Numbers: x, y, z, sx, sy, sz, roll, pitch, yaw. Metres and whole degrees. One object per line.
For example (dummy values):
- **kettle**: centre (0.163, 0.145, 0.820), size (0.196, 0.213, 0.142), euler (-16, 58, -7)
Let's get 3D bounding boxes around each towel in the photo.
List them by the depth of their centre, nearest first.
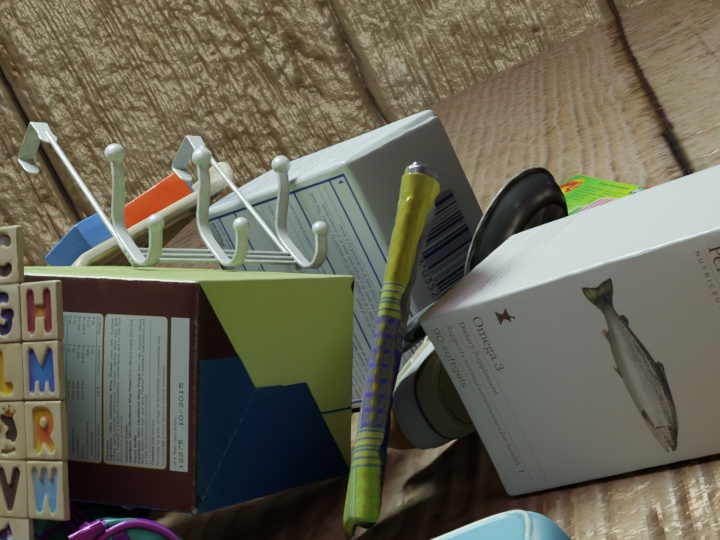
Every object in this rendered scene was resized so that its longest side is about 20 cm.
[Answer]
- **towel**: centre (0.017, 0.047, 0.915), size (0.023, 0.201, 0.144), euler (10, -14, 1)

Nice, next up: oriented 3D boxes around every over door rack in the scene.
- **over door rack**: centre (-0.131, -0.064, 1.139), size (0.147, 0.067, 0.200), euler (2, 23, -38)

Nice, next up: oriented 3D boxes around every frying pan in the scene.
- **frying pan**: centre (0.088, -0.008, 1.108), size (0.031, 0.115, 0.190), euler (25, 27, 30)

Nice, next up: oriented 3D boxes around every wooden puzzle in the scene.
- **wooden puzzle**: centre (-0.208, -0.007, 1.275), size (0.185, 0.046, 0.200), euler (-38, 2, 43)

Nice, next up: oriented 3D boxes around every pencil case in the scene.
- **pencil case**: centre (-0.162, 0.178, 0.995), size (0.085, 0.093, 0.200), euler (-30, 11, -18)

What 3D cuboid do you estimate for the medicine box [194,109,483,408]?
- **medicine box**: centre (0.000, 0.000, 1.227), size (0.103, 0.183, 0.200), euler (-33, 12, -37)

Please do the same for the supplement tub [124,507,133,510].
- **supplement tub**: centre (-0.193, 0.106, 1.303), size (0.144, 0.145, 0.200), euler (-22, 11, 26)

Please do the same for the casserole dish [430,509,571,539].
- **casserole dish**: centre (0.018, 0.164, 0.747), size (0.200, 0.039, 0.121), euler (-26, 9, 14)

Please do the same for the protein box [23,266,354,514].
- **protein box**: centre (-0.136, 0.067, 1.040), size (0.199, 0.135, 0.198), euler (2, 2, 27)

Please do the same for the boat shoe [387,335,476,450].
- **boat shoe**: centre (0.072, 0.057, 1.056), size (0.068, 0.075, 0.200), euler (-27, 1, 36)

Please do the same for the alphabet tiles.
- **alphabet tiles**: centre (-0.227, 0.077, 0.959), size (0.166, 0.201, 0.006), euler (-5, -3, 41)

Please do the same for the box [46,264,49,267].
- **box**: centre (-0.200, 0.052, 1.503), size (0.199, 0.070, 0.064), euler (14, 7, -7)

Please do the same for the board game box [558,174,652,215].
- **board game box**: centre (0.172, -0.030, 1.328), size (0.101, 0.048, 0.200), euler (-27, 10, -5)

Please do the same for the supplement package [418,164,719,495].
- **supplement package**: centre (0.155, 0.028, 0.862), size (0.200, 0.117, 0.117), euler (-20, 12, 41)
